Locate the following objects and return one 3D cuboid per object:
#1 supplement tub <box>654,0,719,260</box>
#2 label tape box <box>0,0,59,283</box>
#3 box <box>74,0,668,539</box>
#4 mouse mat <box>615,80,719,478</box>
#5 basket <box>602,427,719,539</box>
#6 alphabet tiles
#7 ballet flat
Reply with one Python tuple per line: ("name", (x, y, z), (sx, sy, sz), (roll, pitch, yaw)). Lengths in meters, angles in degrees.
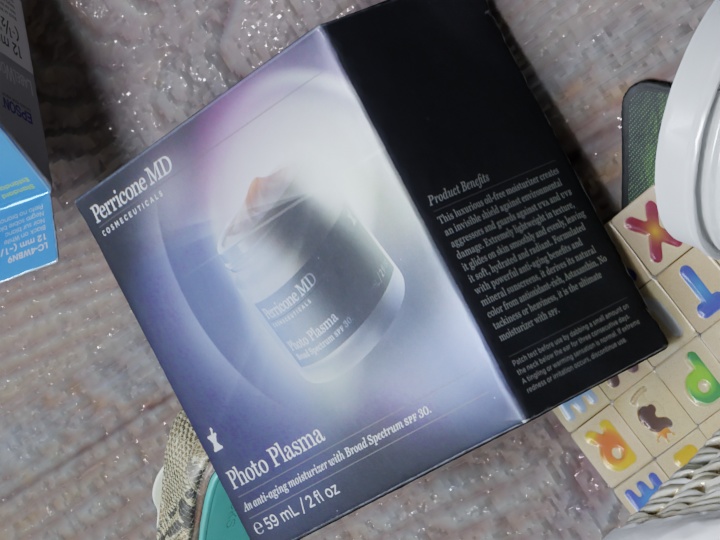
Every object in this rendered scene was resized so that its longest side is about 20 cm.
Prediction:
("supplement tub", (0.232, -0.037, 1.082), (0.200, 0.145, 0.146), (22, 123, 29))
("label tape box", (-0.240, -0.081, 1.397), (0.143, 0.066, 0.201), (-19, 65, 18))
("box", (0.000, 0.000, 1.289), (0.200, 0.123, 0.199), (-32, 84, 43))
("mouse mat", (0.186, 0.021, 1.241), (0.161, 0.008, 0.201), (15, 119, 32))
("basket", (0.235, 0.155, 1.150), (0.200, 0.161, 0.199), (-15, 105, 38))
("alphabet tiles", (0.166, 0.064, 1.268), (0.200, 0.006, 0.166), (53, 132, 4))
("ballet flat", (-0.090, 0.162, 1.499), (0.075, 0.068, 0.201), (38, 128, 46))
